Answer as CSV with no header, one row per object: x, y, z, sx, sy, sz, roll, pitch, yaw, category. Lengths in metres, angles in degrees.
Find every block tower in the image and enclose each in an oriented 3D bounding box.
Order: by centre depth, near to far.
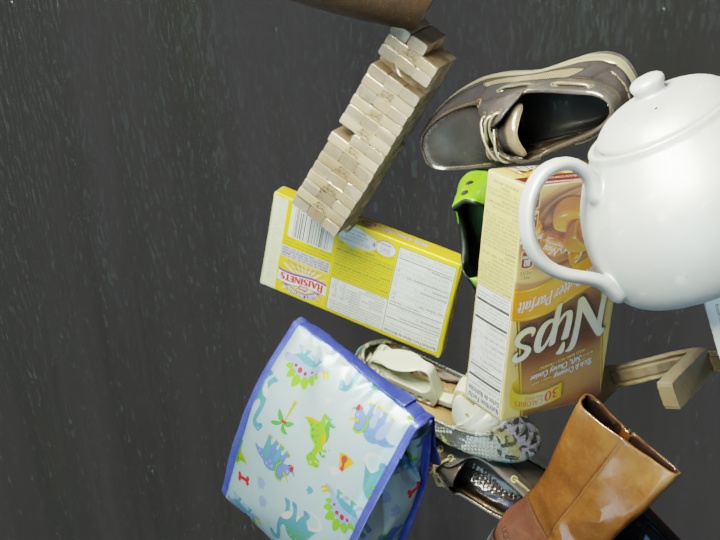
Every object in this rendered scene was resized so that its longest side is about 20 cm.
0.010,-0.121,1.029,0.054,0.058,0.201,36,119,8,block tower

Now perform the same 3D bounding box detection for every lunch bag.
-0.023,0.167,1.101,0.169,0.127,0.202,34,125,28,lunch bag

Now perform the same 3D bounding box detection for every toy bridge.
0.276,0.091,0.998,0.199,0.067,0.028,-4,114,50,toy bridge

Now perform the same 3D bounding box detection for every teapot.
0.234,-0.074,0.864,0.196,0.200,0.147,-22,107,33,teapot

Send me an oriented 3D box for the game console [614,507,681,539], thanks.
0.240,0.334,1.052,0.200,0.117,0.175,48,136,47,game console

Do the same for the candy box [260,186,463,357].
0.000,0.000,1.125,0.198,0.026,0.103,22,122,17,candy box

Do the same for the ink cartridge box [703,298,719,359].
0.367,0.005,0.864,0.198,0.146,0.087,-15,105,31,ink cartridge box

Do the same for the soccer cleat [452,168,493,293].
0.123,0.011,1.032,0.067,0.081,0.202,-10,111,31,soccer cleat

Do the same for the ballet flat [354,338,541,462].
0.078,0.119,1.111,0.198,0.072,0.073,23,122,17,ballet flat

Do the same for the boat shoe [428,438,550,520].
0.103,0.187,1.142,0.198,0.060,0.073,28,124,13,boat shoe

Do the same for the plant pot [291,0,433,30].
-0.018,-0.281,0.924,0.198,0.188,0.188,30,125,-6,plant pot

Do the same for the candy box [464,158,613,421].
0.155,0.015,0.979,0.055,0.114,0.203,30,122,53,candy box

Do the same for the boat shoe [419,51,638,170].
0.128,-0.126,0.968,0.198,0.073,0.075,-18,105,33,boat shoe

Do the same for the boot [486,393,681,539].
0.214,0.236,1.004,0.188,0.068,0.201,47,121,29,boot
